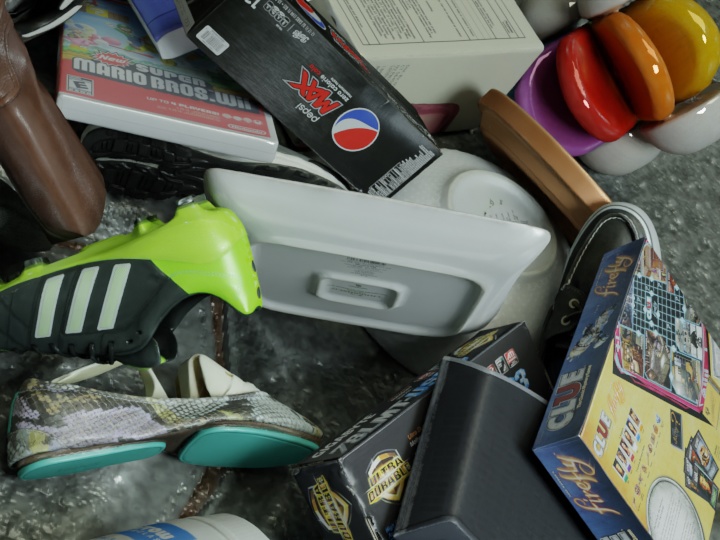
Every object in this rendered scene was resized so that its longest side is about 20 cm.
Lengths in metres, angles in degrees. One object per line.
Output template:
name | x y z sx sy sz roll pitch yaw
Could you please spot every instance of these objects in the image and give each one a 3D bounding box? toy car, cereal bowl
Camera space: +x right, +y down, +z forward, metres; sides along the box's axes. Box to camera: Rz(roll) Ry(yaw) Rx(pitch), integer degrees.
toy car | 0.196 -0.156 1.192 0.150 0.200 0.175 -36 100 -30
cereal bowl | 0.082 -0.013 1.061 0.200 0.083 0.200 19 46 -21

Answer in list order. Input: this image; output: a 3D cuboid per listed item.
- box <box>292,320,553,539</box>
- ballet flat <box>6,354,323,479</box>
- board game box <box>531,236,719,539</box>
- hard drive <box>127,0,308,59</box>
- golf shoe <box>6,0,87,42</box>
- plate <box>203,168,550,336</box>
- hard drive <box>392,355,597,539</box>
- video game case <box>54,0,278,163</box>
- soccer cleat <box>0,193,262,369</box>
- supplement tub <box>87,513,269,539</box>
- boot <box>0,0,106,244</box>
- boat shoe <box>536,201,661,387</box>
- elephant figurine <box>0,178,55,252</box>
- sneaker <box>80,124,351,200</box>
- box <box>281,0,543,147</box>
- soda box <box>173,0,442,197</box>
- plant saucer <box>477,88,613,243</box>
box | 0.073 0.160 0.885 0.200 0.050 0.199 -32 99 -45
ballet flat | -0.111 0.082 0.849 0.200 0.072 0.072 2 55 -33
board game box | 0.179 0.090 0.901 0.136 0.035 0.200 54 38 -19
hard drive | -0.116 -0.236 1.051 0.132 0.025 0.200 -25 45 -9
golf shoe | -0.188 -0.213 0.969 0.200 0.094 0.078 -47 123 -15
plate | 0.000 0.000 0.887 0.199 0.200 0.032 11 73 -2
hard drive | 0.110 0.150 0.861 0.200 0.042 0.135 40 52 -30
video game case | -0.136 -0.137 0.987 0.143 0.017 0.200 11 27 -16
soccer cleat | -0.150 0.025 0.805 0.068 0.200 0.081 -27 96 -76
supplement tub | -0.137 0.199 0.693 0.200 0.132 0.132 -8 61 -40
boot | -0.180 -0.077 0.756 0.064 0.200 0.187 -22 36 -3
boat shoe | 0.156 0.050 0.992 0.068 0.201 0.057 17 4 21
elephant figurine | -0.276 -0.031 0.803 0.155 0.200 0.142 12 61 7
sneaker | -0.094 -0.080 1.000 0.200 0.074 0.079 19 42 -22
box | 0.021 -0.184 1.138 0.200 0.109 0.128 -9 61 -40
soda box | -0.034 -0.132 0.976 0.200 0.063 0.071 41 15 -35
plant saucer | 0.158 -0.057 1.115 0.200 0.032 0.200 47 2 -3
